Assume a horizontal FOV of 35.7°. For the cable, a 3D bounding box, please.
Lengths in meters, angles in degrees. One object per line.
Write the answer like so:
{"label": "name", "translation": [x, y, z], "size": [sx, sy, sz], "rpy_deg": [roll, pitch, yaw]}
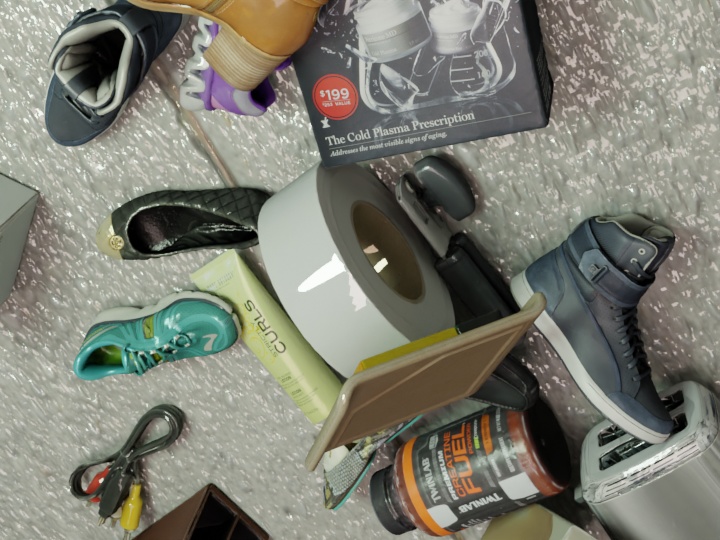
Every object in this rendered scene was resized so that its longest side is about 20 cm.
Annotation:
{"label": "cable", "translation": [-0.270, 0.220, 1.295], "size": [0.097, 0.050, 0.201], "rpy_deg": [35, 110, 12]}

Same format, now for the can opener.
{"label": "can opener", "translation": [0.105, -0.018, 1.049], "size": [0.067, 0.053, 0.200], "rpy_deg": [-31, 109, 27]}

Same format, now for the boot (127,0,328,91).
{"label": "boot", "translation": [-0.108, -0.251, 0.849], "size": [0.200, 0.074, 0.155], "rpy_deg": [41, 132, -8]}

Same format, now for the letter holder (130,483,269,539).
{"label": "letter holder", "translation": [-0.222, 0.367, 1.293], "size": [0.200, 0.142, 0.101], "rpy_deg": [-38, 105, 28]}

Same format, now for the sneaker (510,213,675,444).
{"label": "sneaker", "translation": [0.247, 0.044, 1.009], "size": [0.146, 0.077, 0.203], "rpy_deg": [-43, 79, 27]}

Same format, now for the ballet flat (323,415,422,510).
{"label": "ballet flat", "translation": [0.002, 0.167, 1.171], "size": [0.072, 0.072, 0.201], "rpy_deg": [35, 116, -8]}

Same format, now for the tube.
{"label": "tube", "translation": [-0.093, 0.069, 1.150], "size": [0.058, 0.052, 0.201], "rpy_deg": [-38, 102, 0]}

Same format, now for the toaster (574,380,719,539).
{"label": "toaster", "translation": [0.307, 0.197, 1.081], "size": [0.199, 0.114, 0.129], "rpy_deg": [-33, 112, 27]}

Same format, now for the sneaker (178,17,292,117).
{"label": "sneaker", "translation": [-0.094, -0.216, 0.967], "size": [0.088, 0.081, 0.201], "rpy_deg": [23, 128, 7]}

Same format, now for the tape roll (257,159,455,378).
{"label": "tape roll", "translation": [0.000, 0.000, 0.996], "size": [0.071, 0.203, 0.203], "rpy_deg": [-34, 107, 23]}

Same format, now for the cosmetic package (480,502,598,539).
{"label": "cosmetic package", "translation": [0.199, 0.289, 1.114], "size": [0.105, 0.200, 0.071], "rpy_deg": [35, 84, -5]}

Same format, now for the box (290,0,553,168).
{"label": "box", "translation": [0.045, -0.202, 0.928], "size": [0.198, 0.104, 0.184], "rpy_deg": [-9, 115, 18]}

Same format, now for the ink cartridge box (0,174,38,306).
{"label": "ink cartridge box", "translation": [-0.456, -0.033, 1.120], "size": [0.198, 0.146, 0.148], "rpy_deg": [26, 121, -2]}

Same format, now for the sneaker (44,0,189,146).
{"label": "sneaker", "translation": [-0.243, -0.163, 0.988], "size": [0.077, 0.147, 0.202], "rpy_deg": [39, 122, -12]}

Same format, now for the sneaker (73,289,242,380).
{"label": "sneaker", "translation": [-0.210, 0.078, 1.156], "size": [0.198, 0.080, 0.078], "rpy_deg": [-14, 117, 26]}

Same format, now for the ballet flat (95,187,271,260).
{"label": "ballet flat", "translation": [-0.176, -0.044, 1.099], "size": [0.198, 0.057, 0.067], "rpy_deg": [-9, 116, 18]}

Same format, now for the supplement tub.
{"label": "supplement tub", "translation": [0.108, 0.207, 1.144], "size": [0.199, 0.107, 0.107], "rpy_deg": [-28, 110, 25]}

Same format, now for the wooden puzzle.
{"label": "wooden puzzle", "translation": [0.047, 0.090, 0.937], "size": [0.037, 0.199, 0.185], "rpy_deg": [59, 157, 17]}

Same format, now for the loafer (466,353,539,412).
{"label": "loafer", "translation": [0.074, 0.095, 1.086], "size": [0.199, 0.071, 0.068], "rpy_deg": [21, 139, 17]}
